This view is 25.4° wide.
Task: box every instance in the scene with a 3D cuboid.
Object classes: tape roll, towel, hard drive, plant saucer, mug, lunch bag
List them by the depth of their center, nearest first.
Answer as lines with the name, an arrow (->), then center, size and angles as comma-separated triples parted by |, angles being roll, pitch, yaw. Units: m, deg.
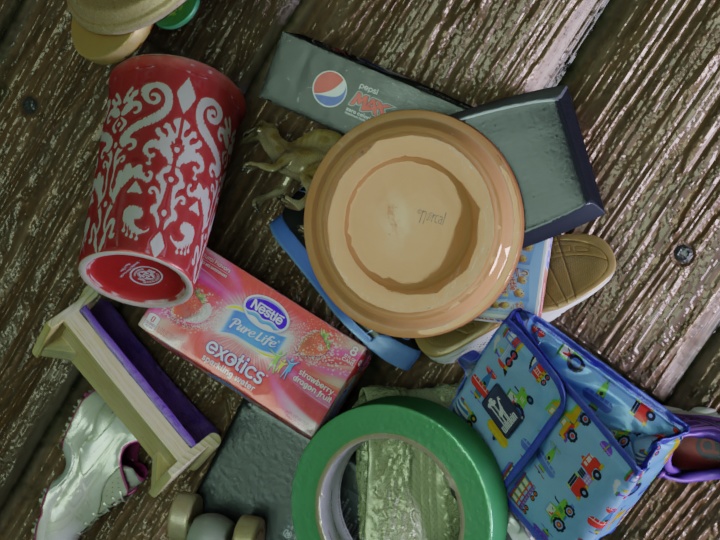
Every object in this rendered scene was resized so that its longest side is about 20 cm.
plant saucer -> 0.045, -0.041, 1.409 | 0.198, 0.032, 0.203 | 0, 91, 13
lunch bag -> 0.167, 0.138, 1.432 | 0.200, 0.094, 0.151 | 43, 133, 19
hard drive -> 0.107, -0.079, 1.433 | 0.198, 0.042, 0.136 | -17, 86, 11
tape roll -> 0.034, 0.217, 1.457 | 0.198, 0.048, 0.203 | 3, 98, 25
mug -> -0.185, -0.068, 1.490 | 0.132, 0.178, 0.202 | 6, 62, 5
towel -> 0.066, 0.207, 1.522 | 0.147, 0.036, 0.203 | -2, 95, -12
hard drive -> -0.056, 0.227, 1.579 | 0.199, 0.033, 0.141 | 30, 102, 8

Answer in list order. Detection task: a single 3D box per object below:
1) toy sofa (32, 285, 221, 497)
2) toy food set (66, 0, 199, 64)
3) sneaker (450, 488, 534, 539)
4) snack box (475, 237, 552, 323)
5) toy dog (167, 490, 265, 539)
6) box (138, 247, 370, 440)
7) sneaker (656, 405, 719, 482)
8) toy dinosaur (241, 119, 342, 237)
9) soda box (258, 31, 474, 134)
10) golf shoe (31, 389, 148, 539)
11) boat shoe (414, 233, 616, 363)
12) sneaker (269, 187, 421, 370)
toy sofa -> -0.218, 0.110, 1.554 | 0.097, 0.083, 0.200 | -37, 85, -30
toy food set -> -0.193, -0.296, 1.497 | 0.196, 0.049, 0.202 | -21, 52, 21
sneaker -> 0.131, 0.284, 1.492 | 0.091, 0.078, 0.201 | -33, 103, -2
snack box -> 0.142, -0.051, 1.467 | 0.071, 0.024, 0.202 | 6, 76, 15
toy dog -> -0.150, 0.318, 1.558 | 0.130, 0.096, 0.202 | -7, 107, 23
box -> -0.098, 0.069, 1.526 | 0.199, 0.095, 0.103 | 32, 82, 8
sneaker -> 0.261, 0.156, 1.472 | 0.198, 0.083, 0.082 | 1, 96, 14
toy dinosaur -> -0.036, -0.086, 1.484 | 0.198, 0.058, 0.102 | 24, 64, 15
soda box -> 0.010, -0.157, 1.503 | 0.198, 0.063, 0.071 | 24, 100, 8
golf shoe -> -0.269, 0.221, 1.609 | 0.091, 0.075, 0.202 | 22, 102, 6
boat shoe -> 0.146, 0.029, 1.495 | 0.198, 0.069, 0.071 | -24, 65, 7
sneaker -> 0.000, 0.000, 1.513 | 0.078, 0.070, 0.200 | -45, 78, 15
